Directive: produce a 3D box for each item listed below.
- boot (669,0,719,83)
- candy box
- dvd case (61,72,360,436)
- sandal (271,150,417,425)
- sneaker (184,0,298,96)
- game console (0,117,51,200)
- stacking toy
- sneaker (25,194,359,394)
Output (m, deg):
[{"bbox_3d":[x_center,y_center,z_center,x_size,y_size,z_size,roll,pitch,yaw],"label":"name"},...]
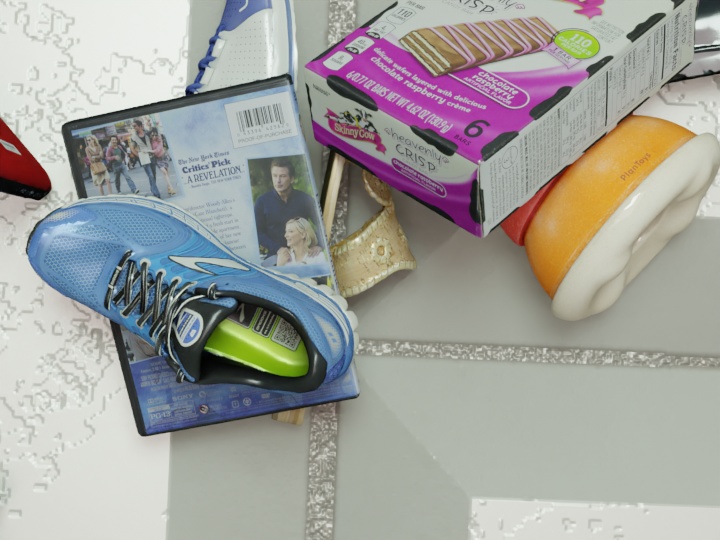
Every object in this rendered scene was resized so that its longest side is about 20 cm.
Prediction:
[{"bbox_3d":[0.234,-0.212,0.925,0.199,0.076,0.169,-10,94,3],"label":"boot"},{"bbox_3d":[0.085,-0.122,0.847,0.136,0.061,0.200,32,57,32],"label":"candy box"},{"bbox_3d":[-0.089,-0.006,0.874,0.142,0.018,0.201,-11,101,8],"label":"dvd case"},{"bbox_3d":[0.000,-0.001,0.916,0.069,0.078,0.213,13,98,-4],"label":"sandal"},{"bbox_3d":[-0.098,-0.091,0.906,0.115,0.081,0.200,2,91,-5],"label":"sneaker"},{"bbox_3d":[-0.287,-0.081,0.836,0.119,0.200,0.172,-40,92,-2],"label":"game console"},{"bbox_3d":[0.113,-0.081,0.911,0.146,0.146,0.200,-45,74,-2],"label":"stacking toy"},{"bbox_3d":[-0.098,0.015,0.824,0.199,0.089,0.079,20,103,2],"label":"sneaker"}]
